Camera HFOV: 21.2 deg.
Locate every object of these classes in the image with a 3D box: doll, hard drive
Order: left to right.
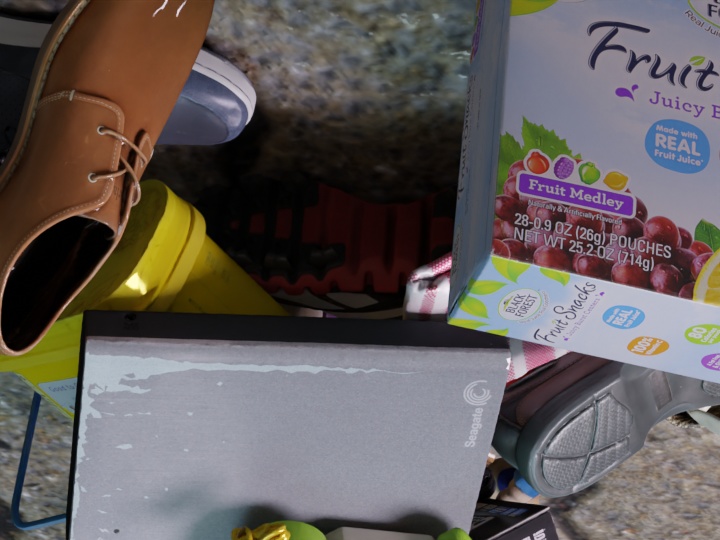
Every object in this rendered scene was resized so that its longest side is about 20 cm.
[{"bbox_3d":[-0.037,0.083,0.922,0.199,0.033,0.140,2,126,-12],"label":"hard drive"},{"bbox_3d":[0.129,0.102,1.163,0.049,0.136,0.200,51,157,9],"label":"doll"}]

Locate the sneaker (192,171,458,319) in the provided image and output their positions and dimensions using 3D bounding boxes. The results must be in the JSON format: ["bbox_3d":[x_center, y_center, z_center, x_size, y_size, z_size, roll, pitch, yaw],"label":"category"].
[{"bbox_3d":[0.000,0.000,1.018,0.199,0.071,0.098,3,145,7],"label":"sneaker"}]

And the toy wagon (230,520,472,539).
[{"bbox_3d":[-0.005,0.179,0.955,0.155,0.040,0.200,-29,125,12],"label":"toy wagon"}]

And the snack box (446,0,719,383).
[{"bbox_3d":[0.143,-0.043,0.793,0.199,0.170,0.068,14,150,-10],"label":"snack box"}]

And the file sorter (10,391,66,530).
[{"bbox_3d":[-0.110,0.136,1.266,0.138,0.123,0.200,-17,145,41],"label":"file sorter"}]

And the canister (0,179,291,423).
[{"bbox_3d":[-0.088,0.056,0.992,0.148,0.087,0.200,-12,133,42],"label":"canister"}]

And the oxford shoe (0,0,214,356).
[{"bbox_3d":[-0.111,-0.051,0.829,0.071,0.201,0.071,27,-178,-42],"label":"oxford shoe"}]

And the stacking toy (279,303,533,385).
[{"bbox_3d":[0.023,0.059,1.132,0.199,0.086,0.085,20,151,-30],"label":"stacking toy"}]

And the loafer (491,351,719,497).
[{"bbox_3d":[0.148,0.040,0.974,0.063,0.199,0.072,37,147,49],"label":"loafer"}]

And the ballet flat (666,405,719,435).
[{"bbox_3d":[0.234,0.064,1.041,0.068,0.075,0.200,54,151,-12],"label":"ballet flat"}]

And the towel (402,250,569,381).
[{"bbox_3d":[0.111,0.008,0.964,0.199,0.030,0.147,-21,155,-10],"label":"towel"}]

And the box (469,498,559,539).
[{"bbox_3d":[0.004,0.183,1.134,0.157,0.050,0.200,-22,-171,-26],"label":"box"}]

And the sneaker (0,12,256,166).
[{"bbox_3d":[-0.155,-0.046,0.897,0.201,0.147,0.077,8,152,-4],"label":"sneaker"}]

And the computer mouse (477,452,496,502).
[{"bbox_3d":[-0.018,0.142,1.135,0.199,0.044,0.110,-16,-167,-23],"label":"computer mouse"}]
